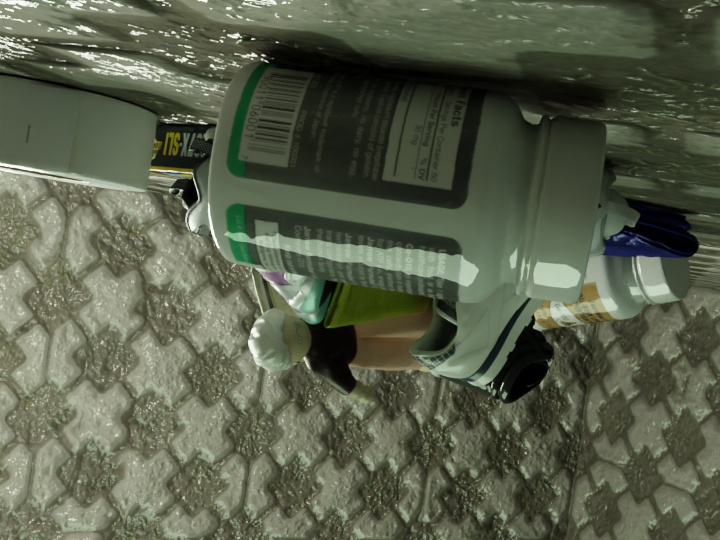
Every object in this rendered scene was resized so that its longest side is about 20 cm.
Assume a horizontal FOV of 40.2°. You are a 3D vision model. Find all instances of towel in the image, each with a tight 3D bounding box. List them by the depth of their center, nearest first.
[{"bbox_3d":[0.049,0.004,0.857,0.018,0.087,0.198,31,-157,33],"label":"towel"},{"bbox_3d":[0.248,-0.051,1.058,0.145,0.051,0.200,13,178,-19],"label":"towel"}]

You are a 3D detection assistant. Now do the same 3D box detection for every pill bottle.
[{"bbox_3d":[0.026,-0.045,0.532,0.196,0.115,0.113,10,-179,10],"label":"pill bottle"},{"bbox_3d":[0.296,0.006,1.216,0.198,0.117,0.113,-11,168,38],"label":"pill bottle"}]

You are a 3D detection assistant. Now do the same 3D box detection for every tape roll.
[{"bbox_3d":[-0.283,-0.121,0.875,0.198,0.072,0.202,10,180,0],"label":"tape roll"}]

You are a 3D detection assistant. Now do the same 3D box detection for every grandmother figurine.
[{"bbox_3d":[-0.015,0.057,0.880,0.197,0.123,0.061,0,145,-40],"label":"grandmother figurine"}]

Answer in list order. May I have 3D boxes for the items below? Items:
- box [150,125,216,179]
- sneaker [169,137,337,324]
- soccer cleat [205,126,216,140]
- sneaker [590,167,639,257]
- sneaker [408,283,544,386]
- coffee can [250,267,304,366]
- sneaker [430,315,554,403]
[{"bbox_3d":[-0.107,-0.105,0.976,0.158,0.050,0.198,11,179,-45],"label":"box"},{"bbox_3d":[-0.085,-0.038,0.768,0.137,0.079,0.201,16,148,13],"label":"sneaker"},{"bbox_3d":[-0.032,-0.075,0.798,0.197,0.079,0.069,9,180,-26],"label":"soccer cleat"},{"bbox_3d":[0.131,-0.049,0.781,0.113,0.077,0.200,9,-179,-16],"label":"sneaker"},{"bbox_3d":[0.117,0.006,0.870,0.079,0.203,0.076,20,-170,-26],"label":"sneaker"},{"bbox_3d":[0.000,0.000,1.014,0.196,0.149,0.146,-17,178,5],"label":"coffee can"},{"bbox_3d":[0.164,0.053,0.981,0.098,0.200,0.071,30,151,25],"label":"sneaker"}]
